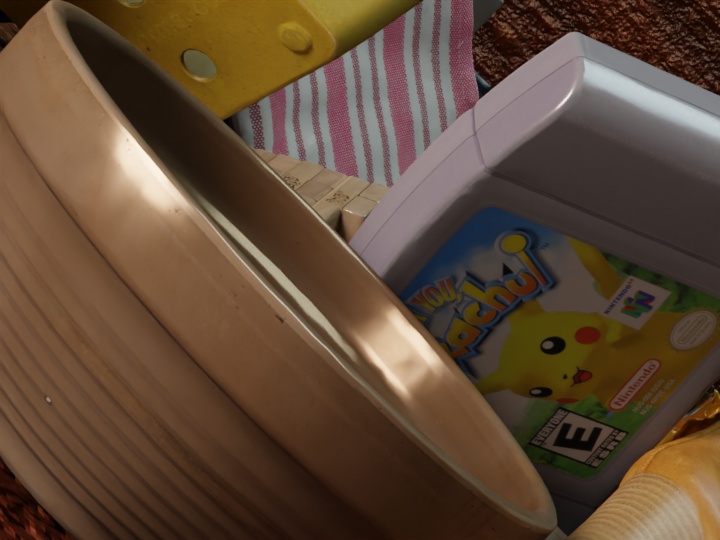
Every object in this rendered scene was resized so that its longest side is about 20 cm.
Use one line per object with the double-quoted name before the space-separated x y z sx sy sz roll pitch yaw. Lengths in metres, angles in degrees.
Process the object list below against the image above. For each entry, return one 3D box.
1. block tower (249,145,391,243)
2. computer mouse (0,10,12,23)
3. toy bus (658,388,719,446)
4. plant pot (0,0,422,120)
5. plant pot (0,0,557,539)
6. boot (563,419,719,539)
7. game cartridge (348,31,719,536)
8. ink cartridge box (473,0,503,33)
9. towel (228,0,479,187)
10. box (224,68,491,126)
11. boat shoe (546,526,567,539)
"block tower" 0.000 0.000 0.844 0.199 0.058 0.054 20 25 14
"computer mouse" -0.113 -0.078 1.019 0.109 0.044 0.200 10 32 -31
"toy bus" 0.142 0.128 1.147 0.200 0.135 0.192 52 -7 31
"plant pot" -0.055 -0.166 0.895 0.200 0.200 0.177 46 50 -19
"plant pot" -0.045 0.027 0.611 0.201 0.093 0.201 45 7 -7
"boot" 0.148 0.151 0.751 0.144 0.071 0.202 -21 87 -46
"game cartridge" 0.058 0.016 0.742 0.133 0.200 0.041 22 37 -19
"ink cartridge box" -0.048 -0.155 1.265 0.145 0.200 0.145 49 7 28
"towel" 0.005 -0.068 1.093 0.200 0.030 0.147 -24 108 -51
"box" -0.016 -0.071 1.146 0.046 0.160 0.200 11 -17 35
"boat shoe" 0.061 0.127 0.775 0.200 0.062 0.075 26 44 -49
